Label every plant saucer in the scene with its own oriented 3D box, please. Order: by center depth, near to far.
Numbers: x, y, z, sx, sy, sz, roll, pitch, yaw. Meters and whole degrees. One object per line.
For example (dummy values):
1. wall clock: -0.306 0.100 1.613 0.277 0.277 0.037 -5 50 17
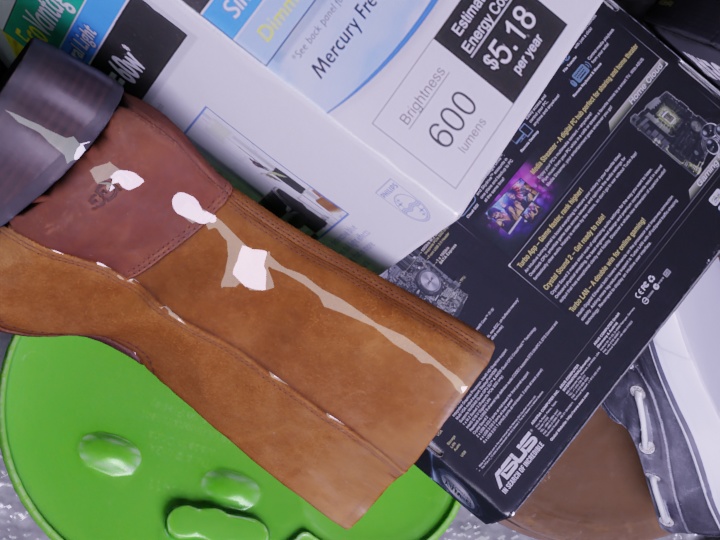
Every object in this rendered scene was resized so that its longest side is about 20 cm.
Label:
1. plant saucer: 0.127 0.061 1.080 0.199 0.030 0.201 -3 121 -4

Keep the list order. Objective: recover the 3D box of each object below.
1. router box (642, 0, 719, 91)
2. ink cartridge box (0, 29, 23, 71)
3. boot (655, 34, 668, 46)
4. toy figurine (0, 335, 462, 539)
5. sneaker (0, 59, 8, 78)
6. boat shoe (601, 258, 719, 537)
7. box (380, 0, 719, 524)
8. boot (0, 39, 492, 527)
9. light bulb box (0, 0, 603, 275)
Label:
1. router box: 0.192 -0.130 0.851 0.051 0.200 0.149 41 95 -9
2. ink cartridge box: -0.130 -0.090 0.926 0.199 0.083 0.146 -1 122 -6
3. boot: 0.195 -0.030 0.996 0.075 0.074 0.201 -31 105 0
4. toy figurine: -0.063 0.082 0.990 0.199 0.184 0.151 15 76 -5
5. sneaker: -0.186 -0.050 0.864 0.104 0.060 0.200 -28 117 14
6. boat shoe: 0.140 0.046 1.019 0.067 0.072 0.201 -5 129 26
7. box: 0.058 -0.022 0.911 0.160 0.044 0.200 39 76 0
8. boot: -0.078 0.028 0.810 0.200 0.069 0.188 34 124 -13
9. light bulb box: -0.013 -0.136 0.806 0.200 0.125 0.199 37 68 -7
